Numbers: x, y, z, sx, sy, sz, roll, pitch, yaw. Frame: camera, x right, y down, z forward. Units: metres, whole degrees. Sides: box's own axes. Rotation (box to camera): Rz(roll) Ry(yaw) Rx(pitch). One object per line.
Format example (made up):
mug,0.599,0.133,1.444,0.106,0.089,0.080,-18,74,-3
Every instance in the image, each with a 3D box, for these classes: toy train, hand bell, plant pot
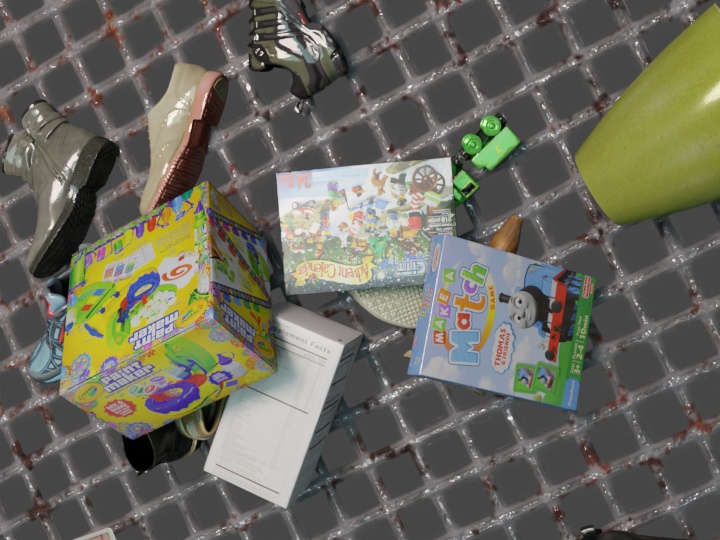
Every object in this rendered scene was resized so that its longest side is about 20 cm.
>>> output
toy train,0.104,-0.099,1.065,0.056,0.042,0.200,44,100,-5
hand bell,0.137,0.030,1.053,0.103,0.104,0.202,24,85,9
plant pot,0.334,-0.139,0.961,0.199,0.187,0.189,-34,86,26

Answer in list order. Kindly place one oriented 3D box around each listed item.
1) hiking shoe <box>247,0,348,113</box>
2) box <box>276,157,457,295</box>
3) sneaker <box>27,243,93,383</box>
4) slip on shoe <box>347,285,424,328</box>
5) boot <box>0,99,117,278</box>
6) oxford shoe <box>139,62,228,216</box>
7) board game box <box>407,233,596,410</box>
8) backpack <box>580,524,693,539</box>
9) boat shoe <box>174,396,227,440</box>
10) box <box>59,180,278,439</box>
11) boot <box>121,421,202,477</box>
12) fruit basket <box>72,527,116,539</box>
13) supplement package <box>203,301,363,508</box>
hiking shoe,-0.107,-0.286,1.076,0.100,0.076,0.201,-40,86,7
box,0.009,-0.049,1.029,0.197,0.038,0.139,-5,91,4
sneaker,-0.363,0.046,1.128,0.079,0.095,0.201,39,96,38
slip on shoe,0.000,0.000,1.080,0.198,0.061,0.075,30,91,4
boot,-0.400,-0.103,1.157,0.129,0.068,0.202,26,90,13
oxford shoe,-0.229,-0.155,1.116,0.073,0.071,0.202,23,88,14
board game box,0.158,0.059,1.001,0.197,0.037,0.154,14,81,-19
backpack,0.329,0.400,0.998,0.197,0.154,0.194,8,105,8
boat shoe,-0.172,0.099,1.089,0.071,0.076,0.203,8,79,-30
box,-0.211,0.045,1.006,0.198,0.122,0.194,-25,47,17
boot,-0.259,0.138,1.098,0.077,0.138,0.202,-26,87,12
fruit basket,-0.361,0.439,1.160,0.198,0.094,0.188,-21,89,15
supplement package,-0.087,0.153,1.079,0.112,0.109,0.203,22,97,10
